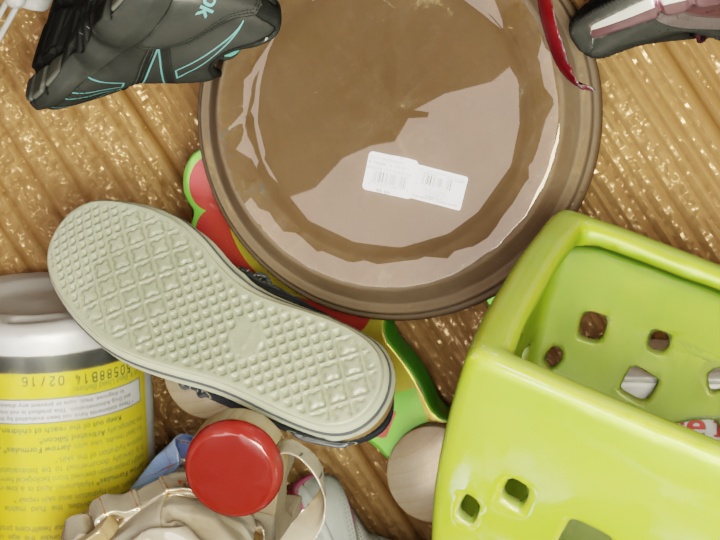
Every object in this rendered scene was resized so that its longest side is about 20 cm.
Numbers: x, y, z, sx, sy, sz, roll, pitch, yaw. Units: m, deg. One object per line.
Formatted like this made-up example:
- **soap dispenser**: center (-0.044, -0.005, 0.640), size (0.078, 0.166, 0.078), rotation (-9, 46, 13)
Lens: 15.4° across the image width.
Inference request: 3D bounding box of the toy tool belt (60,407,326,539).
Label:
- **toy tool belt**: center (-0.080, 0.137, 1.287), size (0.124, 0.123, 0.201), rotation (25, 111, 2)

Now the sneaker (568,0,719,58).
- **sneaker**: center (0.203, -0.106, 1.225), size (0.199, 0.076, 0.116), rotation (-20, 102, 19)

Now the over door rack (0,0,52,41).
- **over door rack**: center (-0.232, -0.189, 1.307), size (0.200, 0.067, 0.148), rotation (40, 115, 14)

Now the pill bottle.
- **pill bottle**: center (-0.159, 0.109, 1.364), size (0.111, 0.111, 0.201), rotation (2, 105, 15)

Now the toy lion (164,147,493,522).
- **toy lion**: center (0.000, 0.000, 1.322), size (0.199, 0.069, 0.193), rotation (24, 102, 8)

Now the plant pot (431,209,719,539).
- **plant pot**: center (0.128, 0.112, 1.153), size (0.199, 0.199, 0.182), rotation (23, 114, 8)

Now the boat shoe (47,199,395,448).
- **boat shoe**: center (-0.066, 0.029, 1.276), size (0.199, 0.062, 0.075), rotation (26, 79, 22)

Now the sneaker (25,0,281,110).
- **sneaker**: center (-0.104, -0.109, 1.270), size (0.079, 0.200, 0.076), rotation (20, 76, -20)

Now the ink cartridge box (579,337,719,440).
- **ink cartridge box**: center (0.175, 0.137, 1.291), size (0.145, 0.084, 0.201), rotation (1, 104, 14)

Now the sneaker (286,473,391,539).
- **sneaker**: center (0.036, 0.181, 1.349), size (0.088, 0.081, 0.200), rotation (-35, 88, -17)

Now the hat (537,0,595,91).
- **hat**: center (0.045, -0.223, 1.203), size (0.165, 0.176, 0.201), rotation (13, 70, 16)

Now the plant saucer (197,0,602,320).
- **plant saucer**: center (0.016, -0.076, 1.276), size (0.199, 0.029, 0.201), rotation (0, 91, 10)
